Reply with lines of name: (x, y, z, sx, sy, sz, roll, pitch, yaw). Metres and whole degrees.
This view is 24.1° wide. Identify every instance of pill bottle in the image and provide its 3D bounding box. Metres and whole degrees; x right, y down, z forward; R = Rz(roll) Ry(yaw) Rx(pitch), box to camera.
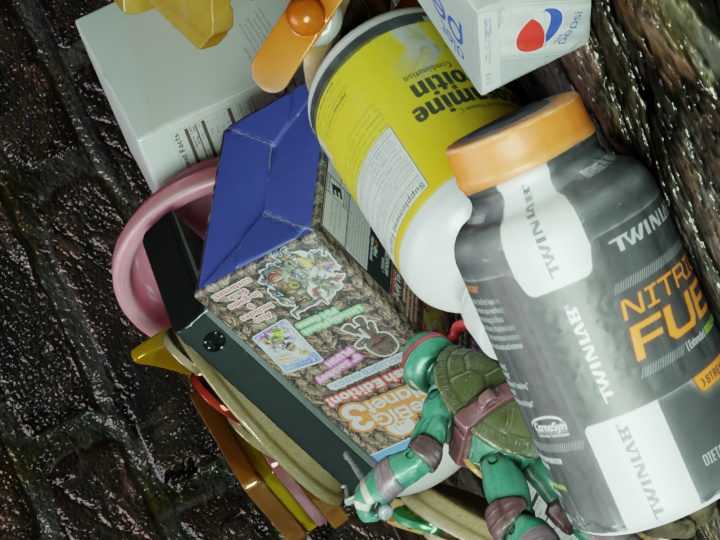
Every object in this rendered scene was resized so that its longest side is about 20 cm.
pill bottle: (0.056, -0.049, 0.956, 0.201, 0.111, 0.112, 58, 171, 35)
pill bottle: (0.111, 0.017, 0.817, 0.201, 0.106, 0.106, 65, 172, -8)

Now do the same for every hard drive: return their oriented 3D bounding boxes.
hard drive: (-0.062, 0.060, 1.138, 0.200, 0.033, 0.140, 46, -173, -31)

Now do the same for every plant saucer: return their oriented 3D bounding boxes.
plant saucer: (-0.084, -0.017, 1.239, 0.201, 0.199, 0.051, 73, -177, -51)

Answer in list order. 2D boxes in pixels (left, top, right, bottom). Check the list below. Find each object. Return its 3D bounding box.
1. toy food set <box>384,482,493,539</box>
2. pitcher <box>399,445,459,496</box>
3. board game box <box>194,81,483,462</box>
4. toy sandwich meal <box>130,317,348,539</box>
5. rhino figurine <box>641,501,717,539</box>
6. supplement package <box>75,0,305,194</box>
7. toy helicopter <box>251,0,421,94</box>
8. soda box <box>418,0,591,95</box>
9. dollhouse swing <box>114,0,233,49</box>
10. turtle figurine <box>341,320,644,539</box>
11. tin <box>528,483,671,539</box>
toy food set: (0.113, 0.219, 1.312, 0.199, 0.049, 0.198, 24, 180, -7)
pitcher: (0.044, 0.072, 1.266, 0.199, 0.120, 0.173, -31, 66, 44)
board game box: (0.000, 0.000, 1.099, 0.200, 0.096, 0.160, 45, -147, -32)
toy sandwich meal: (-0.085, 0.109, 1.201, 0.205, 0.070, 0.205, 49, -177, -4)
rhino figurine: (0.144, 0.077, 0.976, 0.200, 0.059, 0.088, -122, 10, -50)
supplement package: (-0.085, -0.137, 1.288, 0.152, 0.199, 0.151, 58, 171, 39)
toy helicopter: (-0.014, -0.188, 0.992, 0.078, 0.132, 0.202, 17, 128, 22)
soda box: (0.037, -0.187, 0.816, 0.201, 0.063, 0.068, 60, 171, 27)
dollhouse swing: (-0.096, -0.278, 1.154, 0.175, 0.181, 0.201, 29, 134, 31)
turtle figurine: (0.065, 0.100, 0.935, 0.200, 0.149, 0.101, 50, 140, 35)
tin: (0.145, 0.162, 1.103, 0.200, 0.042, 0.112, 43, 163, 13)
